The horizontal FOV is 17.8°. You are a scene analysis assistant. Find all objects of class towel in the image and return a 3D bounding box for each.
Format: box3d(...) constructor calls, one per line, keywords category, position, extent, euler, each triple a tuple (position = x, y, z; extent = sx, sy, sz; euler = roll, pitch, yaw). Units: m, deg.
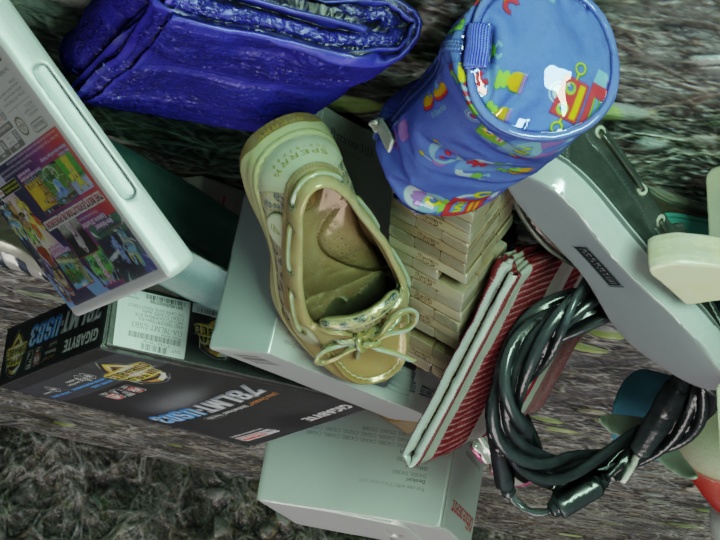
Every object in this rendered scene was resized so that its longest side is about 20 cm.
box3d(category="towel", position=(0.097, 0.042, 1.412), extent=(0.023, 0.144, 0.200), euler=(33, -160, 19))
box3d(category="towel", position=(-0.070, -0.111, 1.187), extent=(0.147, 0.050, 0.200), euler=(15, 168, -17))

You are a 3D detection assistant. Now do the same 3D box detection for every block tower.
box3d(category="block tower", position=(0.051, -0.015, 1.321), extent=(0.054, 0.058, 0.200), euler=(28, 148, 17))

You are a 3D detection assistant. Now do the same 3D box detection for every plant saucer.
box3d(category="plant saucer", position=(-0.125, -0.027, 1.439), extent=(0.200, 0.036, 0.200), euler=(32, -170, -6))

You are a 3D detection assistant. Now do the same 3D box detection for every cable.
box3d(category="cable", position=(0.151, 0.073, 1.388), extent=(0.163, 0.051, 0.200), euler=(-17, 139, -5))

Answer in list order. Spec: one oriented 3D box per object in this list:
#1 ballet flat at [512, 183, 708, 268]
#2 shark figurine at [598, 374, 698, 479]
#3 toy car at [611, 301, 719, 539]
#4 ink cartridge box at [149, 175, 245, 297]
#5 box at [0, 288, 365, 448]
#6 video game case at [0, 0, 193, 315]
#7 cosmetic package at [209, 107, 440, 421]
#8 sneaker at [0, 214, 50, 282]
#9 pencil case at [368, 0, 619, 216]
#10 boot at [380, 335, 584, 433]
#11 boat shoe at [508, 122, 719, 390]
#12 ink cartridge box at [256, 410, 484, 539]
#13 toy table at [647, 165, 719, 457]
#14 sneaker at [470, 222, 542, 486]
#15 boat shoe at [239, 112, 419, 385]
box3d(category="ballet flat", position=(0.155, -0.026, 1.374), extent=(0.199, 0.068, 0.064), euler=(18, 177, -31))
box3d(category="shark figurine", position=(0.249, 0.039, 1.521), extent=(0.090, 0.214, 0.128), euler=(54, -174, -18))
box3d(category="toy car", position=(0.299, 0.143, 1.621), extent=(0.184, 0.177, 0.201), euler=(13, 134, 33))
box3d(category="ink cartridge box", position=(-0.096, 0.006, 1.611), extent=(0.200, 0.116, 0.068), euler=(19, 165, -39))
box3d(category="box", position=(-0.115, 0.066, 1.530), extent=(0.198, 0.050, 0.200), euler=(16, 162, -26))
box3d(category="video game case", position=(-0.183, -0.062, 1.318), extent=(0.183, 0.023, 0.200), euler=(55, 158, -7))
box3d(category="cosmetic package", position=(0.000, 0.000, 1.410), extent=(0.052, 0.151, 0.200), euler=(3, 167, 36))
box3d(category="sneaker", position=(-0.244, -0.028, 1.696), extent=(0.199, 0.075, 0.085), euler=(22, 165, -10))
box3d(category="pencil case", position=(0.061, -0.082, 1.139), extent=(0.086, 0.078, 0.200), euler=(6, 169, -11))
box3d(category="boot", position=(0.056, 0.015, 1.593), extent=(0.200, 0.072, 0.166), euler=(-34, 119, 13))
box3d(category="boat shoe", position=(0.158, -0.010, 1.281), extent=(0.069, 0.057, 0.200), euler=(10, 148, 53))
box3d(category="ink cartridge box", position=(0.021, 0.098, 1.745), extent=(0.145, 0.201, 0.147), euler=(8, 168, 12))
box3d(category="toy table", position=(0.249, 0.016, 1.253), extent=(0.117, 0.184, 0.200), euler=(-15, 137, 30))
box3d(category="sneaker", position=(0.097, 0.050, 1.545), extent=(0.087, 0.201, 0.074), euler=(-18, -167, 11))
box3d(category="boat shoe", position=(-0.014, 0.003, 1.266), extent=(0.073, 0.063, 0.200), euler=(-29, 135, -3))
